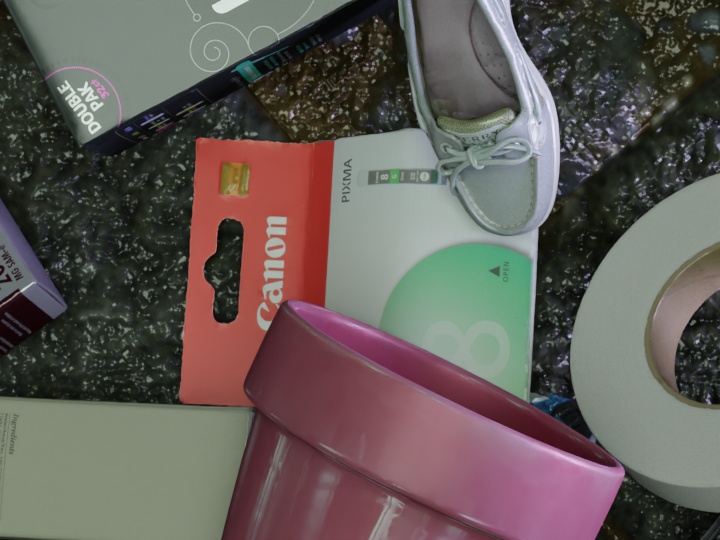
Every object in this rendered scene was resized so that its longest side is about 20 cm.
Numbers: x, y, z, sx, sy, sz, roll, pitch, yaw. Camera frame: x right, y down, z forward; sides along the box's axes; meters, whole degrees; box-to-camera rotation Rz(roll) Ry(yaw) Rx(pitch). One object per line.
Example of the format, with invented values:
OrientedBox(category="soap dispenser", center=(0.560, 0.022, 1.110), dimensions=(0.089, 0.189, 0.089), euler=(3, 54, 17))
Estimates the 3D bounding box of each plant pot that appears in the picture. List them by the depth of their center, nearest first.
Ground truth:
OrientedBox(category="plant pot", center=(0.010, 0.137, 1.390), dimensions=(0.199, 0.200, 0.180), euler=(26, 93, 1))

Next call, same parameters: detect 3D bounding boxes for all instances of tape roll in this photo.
OrientedBox(category="tape roll", center=(0.212, 0.035, 1.476), dimensions=(0.202, 0.037, 0.204), euler=(-17, 52, 24))

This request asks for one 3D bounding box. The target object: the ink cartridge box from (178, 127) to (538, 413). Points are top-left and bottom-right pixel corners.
OrientedBox(category="ink cartridge box", center=(0.000, 0.000, 1.523), dimensions=(0.199, 0.050, 0.162), euler=(3, 79, -1))

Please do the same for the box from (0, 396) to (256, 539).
OrientedBox(category="box", center=(-0.144, 0.114, 1.500), dimensions=(0.199, 0.068, 0.083), euler=(3, 82, 19))

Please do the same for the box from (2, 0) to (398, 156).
OrientedBox(category="box", center=(-0.096, -0.174, 1.498), dimensions=(0.199, 0.124, 0.149), euler=(-27, 89, 2))

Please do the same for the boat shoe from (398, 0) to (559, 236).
OrientedBox(category="boat shoe", center=(0.058, -0.105, 1.447), dimensions=(0.074, 0.065, 0.203), euler=(-2, 116, 20))

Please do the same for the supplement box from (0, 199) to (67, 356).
OrientedBox(category="supplement box", center=(-0.280, 0.030, 1.523), dimensions=(0.200, 0.061, 0.109), euler=(-36, 70, 2))

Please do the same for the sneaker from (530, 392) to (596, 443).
OrientedBox(category="sneaker", center=(0.057, 0.151, 1.535), dimensions=(0.200, 0.075, 0.087), euler=(-38, 133, -12))

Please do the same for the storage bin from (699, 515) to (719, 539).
OrientedBox(category="storage bin", center=(0.270, 0.148, 1.456), dimensions=(0.094, 0.135, 0.200), euler=(48, 70, -13))
